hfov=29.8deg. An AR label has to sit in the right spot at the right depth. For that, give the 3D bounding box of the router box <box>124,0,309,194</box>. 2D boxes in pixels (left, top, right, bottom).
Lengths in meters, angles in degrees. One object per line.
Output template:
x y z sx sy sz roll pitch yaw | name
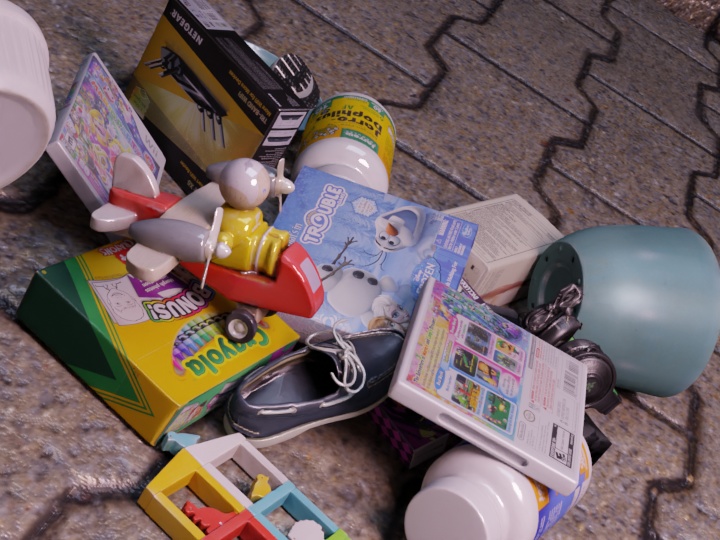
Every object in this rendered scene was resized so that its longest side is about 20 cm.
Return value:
-0.163 -0.173 1.459 0.052 0.158 0.200 -9 48 -50 | router box

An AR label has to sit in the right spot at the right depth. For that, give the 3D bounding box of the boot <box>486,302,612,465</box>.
0.157 0.123 1.432 0.164 0.066 0.200 3 45 -40 | boot

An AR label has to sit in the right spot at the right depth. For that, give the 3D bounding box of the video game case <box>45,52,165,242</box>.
-0.250 -0.116 1.352 0.143 0.018 0.200 58 17 -29 | video game case

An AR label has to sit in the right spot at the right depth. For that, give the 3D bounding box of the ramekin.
-0.361 -0.142 1.189 0.202 0.202 0.094 0 54 -45 | ramekin

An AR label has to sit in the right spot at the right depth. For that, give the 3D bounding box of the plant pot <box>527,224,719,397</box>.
0.290 0.038 1.560 0.160 0.201 0.201 8 36 -21 | plant pot

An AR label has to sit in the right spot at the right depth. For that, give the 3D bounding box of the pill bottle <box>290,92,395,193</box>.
-0.021 -0.118 1.560 0.112 0.113 0.200 27 30 -9 | pill bottle

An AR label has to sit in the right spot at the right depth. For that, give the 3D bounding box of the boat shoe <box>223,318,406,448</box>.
-0.033 0.093 1.214 0.199 0.062 0.075 -18 59 -27 | boat shoe

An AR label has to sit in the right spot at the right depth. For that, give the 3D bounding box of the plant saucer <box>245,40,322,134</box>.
-0.138 -0.230 1.705 0.199 0.027 0.200 24 31 -15 | plant saucer

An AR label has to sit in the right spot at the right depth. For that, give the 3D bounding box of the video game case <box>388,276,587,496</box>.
0.122 0.100 1.238 0.182 0.024 0.200 30 29 -4 | video game case

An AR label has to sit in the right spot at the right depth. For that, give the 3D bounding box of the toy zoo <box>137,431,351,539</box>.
-0.091 0.204 1.098 0.200 0.021 0.131 41 30 14 | toy zoo

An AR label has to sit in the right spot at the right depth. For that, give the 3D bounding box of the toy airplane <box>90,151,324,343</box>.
-0.133 -0.048 1.193 0.198 0.141 0.200 11 36 -36 | toy airplane

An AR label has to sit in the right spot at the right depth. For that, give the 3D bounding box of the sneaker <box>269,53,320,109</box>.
-0.114 -0.191 1.587 0.074 0.080 0.200 56 35 -13 | sneaker

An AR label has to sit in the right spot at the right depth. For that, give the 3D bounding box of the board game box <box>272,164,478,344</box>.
0.000 0.000 1.362 0.198 0.043 0.200 18 48 5 | board game box

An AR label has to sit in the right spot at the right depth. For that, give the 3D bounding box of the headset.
0.220 0.075 1.395 0.124 0.094 0.200 55 11 34 | headset

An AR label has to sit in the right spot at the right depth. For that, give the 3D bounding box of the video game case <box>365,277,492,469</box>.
0.064 0.083 1.357 0.181 0.036 0.200 -22 57 -29 | video game case

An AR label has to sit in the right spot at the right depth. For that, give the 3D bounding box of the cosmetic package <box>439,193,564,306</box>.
0.148 -0.018 1.602 0.103 0.087 0.200 44 32 22 | cosmetic package

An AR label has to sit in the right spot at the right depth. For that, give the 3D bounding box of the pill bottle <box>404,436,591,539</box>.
0.123 0.200 1.222 0.112 0.112 0.200 42 29 16 | pill bottle

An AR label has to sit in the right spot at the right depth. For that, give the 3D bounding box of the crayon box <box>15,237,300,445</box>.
-0.175 0.049 1.211 0.172 0.058 0.200 40 30 13 | crayon box
